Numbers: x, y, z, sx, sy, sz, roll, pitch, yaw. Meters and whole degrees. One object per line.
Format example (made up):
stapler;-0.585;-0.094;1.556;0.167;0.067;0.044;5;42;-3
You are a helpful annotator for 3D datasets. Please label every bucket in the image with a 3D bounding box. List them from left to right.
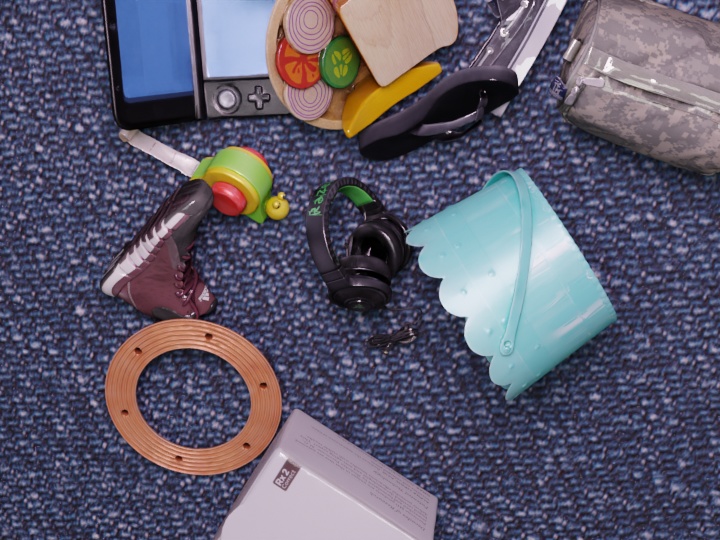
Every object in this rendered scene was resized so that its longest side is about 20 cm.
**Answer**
bucket;0.149;0.008;1.104;0.134;0.207;0.208;-33;97;5

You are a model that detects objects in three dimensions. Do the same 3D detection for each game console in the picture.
game console;-0.156;-0.249;1.122;0.173;0.116;0.203;-1;103;7

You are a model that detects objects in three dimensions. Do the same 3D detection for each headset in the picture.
headset;0.000;0.000;1.168;0.093;0.124;0.201;-16;120;35

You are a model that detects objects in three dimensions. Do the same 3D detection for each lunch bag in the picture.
lunch bag;0.282;-0.179;1.058;0.198;0.168;0.141;20;104;2

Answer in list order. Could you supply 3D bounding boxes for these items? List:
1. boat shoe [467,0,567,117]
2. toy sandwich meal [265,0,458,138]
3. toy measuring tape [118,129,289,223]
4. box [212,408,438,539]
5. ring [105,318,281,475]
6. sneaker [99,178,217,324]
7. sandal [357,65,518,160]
boat shoe;0.158;-0.255;1.110;0.067;0.072;0.201;28;111;-2
toy sandwich meal;0.004;-0.224;1.092;0.203;0.070;0.208;-15;122;-25
toy measuring tape;-0.160;-0.114;1.174;0.198;0.074;0.074;30;104;-1
box;-0.048;0.298;1.224;0.199;0.131;0.200;33;105;-1
ring;-0.184;0.140;1.244;0.197;0.019;0.203;1;115;3
sneaker;-0.183;-0.010;1.190;0.115;0.076;0.200;39;133;-16
sandal;0.081;-0.145;1.109;0.199;0.075;0.043;-26;66;44
